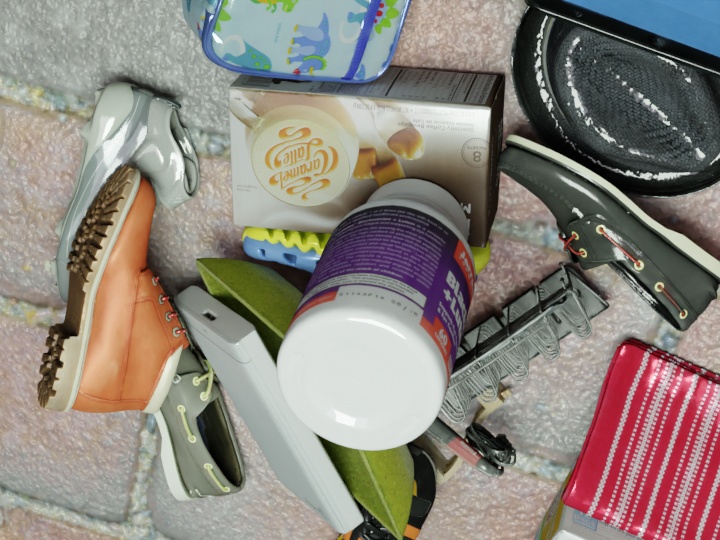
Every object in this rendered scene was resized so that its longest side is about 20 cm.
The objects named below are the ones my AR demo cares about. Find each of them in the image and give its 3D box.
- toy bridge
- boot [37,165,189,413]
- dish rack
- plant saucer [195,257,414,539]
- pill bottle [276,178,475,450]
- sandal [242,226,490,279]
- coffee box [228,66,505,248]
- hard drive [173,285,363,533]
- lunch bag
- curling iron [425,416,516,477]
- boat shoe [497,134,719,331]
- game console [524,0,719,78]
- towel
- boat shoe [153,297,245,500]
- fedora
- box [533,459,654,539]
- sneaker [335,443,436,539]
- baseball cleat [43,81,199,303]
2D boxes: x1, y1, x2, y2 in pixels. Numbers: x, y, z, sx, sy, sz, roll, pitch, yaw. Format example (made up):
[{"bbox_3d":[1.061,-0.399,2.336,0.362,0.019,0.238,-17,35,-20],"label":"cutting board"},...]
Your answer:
[{"bbox_3d":[0.050,0.153,1.193,0.200,0.027,0.067,-35,103,24],"label":"toy bridge"},{"bbox_3d":[-0.181,0.020,1.109,0.107,0.075,0.201,12,100,-24],"label":"boot"},{"bbox_3d":[0.110,0.056,1.034,0.153,0.200,0.055,-36,89,9],"label":"dish rack"},{"bbox_3d":[-0.033,0.088,1.102,0.048,0.200,0.200,-36,131,-16],"label":"plant saucer"},{"bbox_3d":[0.019,0.020,0.960,0.111,0.200,0.112,7,124,10],"label":"pill bottle"},{"bbox_3d":[0.000,0.000,1.115,0.199,0.080,0.087,13,119,10],"label":"sandal"},{"bbox_3d":[0.006,-0.092,1.069,0.199,0.080,0.115,6,117,11],"label":"coffee box"},{"bbox_3d":[-0.076,0.113,1.141,0.027,0.132,0.201,-36,118,-16],"label":"hard drive"},{"bbox_3d":[-0.029,-0.235,0.988,0.160,0.083,0.201,5,120,-29],"label":"lunch bag"},{"bbox_3d":[0.042,0.110,1.145,0.199,0.050,0.026,31,107,22],"label":"curling iron"},{"bbox_3d":[0.183,-0.029,1.050,0.201,0.074,0.063,35,91,-8],"label":"boat shoe"},{"bbox_3d":[0.232,-0.238,0.932,0.199,0.116,0.177,21,116,4],"label":"game console"},{"bbox_3d":[0.272,0.155,1.105,0.199,0.022,0.145,23,85,3],"label":"towel"},{"bbox_3d":[-0.146,0.108,1.199,0.060,0.072,0.203,-3,116,16],"label":"boat shoe"},{"bbox_3d":[0.200,-0.130,0.997,0.199,0.092,0.202,5,114,12],"label":"fedora"},{"bbox_3d":[0.240,0.259,1.144,0.199,0.113,0.102,24,118,3],"label":"box"},{"bbox_3d":[0.015,0.234,1.178,0.070,0.090,0.201,16,129,-5],"label":"sneaker"},{"bbox_3d":[-0.192,-0.050,1.143,0.106,0.070,0.201,19,117,6],"label":"baseball cleat"}]
